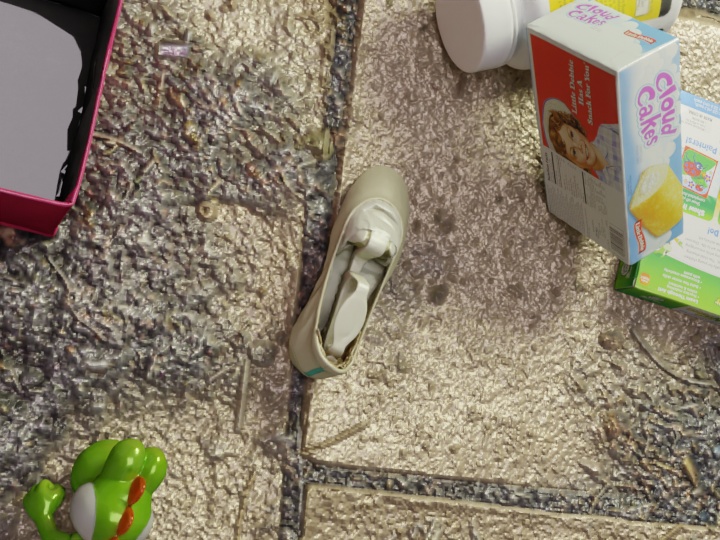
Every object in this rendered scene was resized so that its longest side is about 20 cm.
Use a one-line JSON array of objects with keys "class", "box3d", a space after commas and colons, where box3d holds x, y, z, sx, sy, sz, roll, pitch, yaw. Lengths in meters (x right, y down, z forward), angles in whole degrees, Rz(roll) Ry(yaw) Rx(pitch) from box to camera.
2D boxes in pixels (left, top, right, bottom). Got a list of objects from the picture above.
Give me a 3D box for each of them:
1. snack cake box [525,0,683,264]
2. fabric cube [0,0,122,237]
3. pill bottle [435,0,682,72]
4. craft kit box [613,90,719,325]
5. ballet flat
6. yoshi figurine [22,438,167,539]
[{"class": "snack cake box", "box3d": [0.211, -0.118, 1.016, 0.067, 0.115, 0.200, -29, 132, -17]}, {"class": "fabric cube", "box3d": [-0.289, -0.150, 0.869, 0.196, 0.199, 0.201, 14, 82, -15]}, {"class": "pill bottle", "box3d": [0.176, -0.245, 1.063, 0.199, 0.114, 0.115, -16, 91, -18]}, {"class": "craft kit box", "box3d": [0.360, -0.047, 1.143, 0.199, 0.049, 0.198, 18, 78, -15]}, {"class": "ballet flat", "box3d": [0.000, 0.000, 1.016, 0.069, 0.069, 0.201, 23, 79, -14]}, {"class": "yoshi figurine", "box3d": [-0.217, 0.216, 0.933, 0.112, 0.112, 0.200, 32, 92, 28]}]
